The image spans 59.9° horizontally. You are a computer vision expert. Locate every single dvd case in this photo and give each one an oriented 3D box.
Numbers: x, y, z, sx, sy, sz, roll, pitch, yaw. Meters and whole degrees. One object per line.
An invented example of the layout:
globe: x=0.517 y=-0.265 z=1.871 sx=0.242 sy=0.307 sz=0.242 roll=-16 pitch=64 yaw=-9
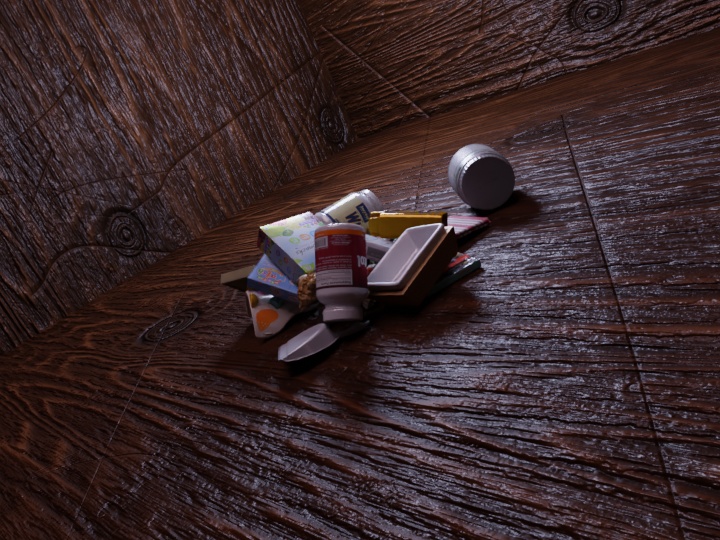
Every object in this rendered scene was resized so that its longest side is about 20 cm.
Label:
dvd case: x=0.171 y=-0.002 z=1.445 sx=0.146 sy=0.022 sz=0.200 roll=-29 pitch=19 yaw=-13

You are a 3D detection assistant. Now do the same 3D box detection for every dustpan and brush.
dustpan and brush: x=-0.076 y=0.144 z=1.330 sx=0.199 sy=0.057 sz=0.140 roll=-33 pitch=8 yaw=-3

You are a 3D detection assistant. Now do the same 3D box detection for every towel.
towel: x=0.216 y=-0.093 z=1.598 sx=0.199 sy=0.030 sz=0.146 roll=-26 pitch=18 yaw=-25

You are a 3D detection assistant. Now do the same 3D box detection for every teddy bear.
teddy bear: x=-0.081 y=0.019 z=1.459 sx=0.200 sy=0.067 sz=0.145 roll=-34 pitch=-8 yaw=-31

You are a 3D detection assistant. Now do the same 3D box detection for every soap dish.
soap dish: x=0.112 y=-0.008 z=1.363 sx=0.200 sy=0.081 sz=0.157 roll=-52 pitch=23 yaw=-22

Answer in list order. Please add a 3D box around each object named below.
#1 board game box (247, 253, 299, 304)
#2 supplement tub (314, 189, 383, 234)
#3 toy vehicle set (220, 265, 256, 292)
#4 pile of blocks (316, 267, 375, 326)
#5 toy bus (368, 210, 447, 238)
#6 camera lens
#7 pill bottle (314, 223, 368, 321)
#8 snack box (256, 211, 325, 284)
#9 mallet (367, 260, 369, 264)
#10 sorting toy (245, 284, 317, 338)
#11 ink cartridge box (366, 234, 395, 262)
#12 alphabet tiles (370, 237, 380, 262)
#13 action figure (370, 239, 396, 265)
board game box: x=-0.178 y=-0.006 z=1.587 sx=0.151 sy=0.037 sz=0.200 roll=18 pitch=38 yaw=7
supplement tub: x=-0.037 y=-0.153 z=1.947 sx=0.200 sy=0.146 sz=0.145 roll=-33 pitch=19 yaw=-23
toy vehicle set: x=-0.261 y=0.038 z=1.684 sx=0.124 sy=0.027 sz=0.200 roll=-13 pitch=-23 yaw=32
pile of blocks: x=-0.019 y=0.057 z=1.431 sx=0.200 sy=0.062 sz=0.082 roll=-37 pitch=33 yaw=-11
toy bus: x=0.113 y=-0.111 z=1.530 sx=0.199 sy=0.065 sz=0.078 roll=3 pitch=12 yaw=22
camera lens: x=0.332 y=-0.261 z=1.732 sx=0.159 sy=0.161 sz=0.200 roll=-23 pitch=18 yaw=6
pill bottle: x=-0.041 y=0.007 z=1.338 sx=0.112 sy=0.201 sz=0.113 roll=-2 pitch=-8 yaw=0
snack box: x=-0.135 y=-0.053 z=1.572 sx=0.168 sy=0.068 sz=0.200 roll=-23 pitch=53 yaw=-39
mallet: x=0.000 y=0.000 z=1.582 sx=0.066 sy=0.041 sz=0.200 roll=-22 pitch=29 yaw=22
sorting toy: x=-0.200 y=0.085 z=1.617 sx=0.179 sy=0.107 sz=0.200 roll=-9 pitch=14 yaw=-15
ink cartridge box: x=0.052 y=-0.066 z=1.546 sx=0.159 sy=0.048 sz=0.200 roll=18 pitch=17 yaw=28
alphabet tiles: x=0.054 y=-0.070 z=1.806 sx=0.199 sy=0.015 sz=0.196 roll=-14 pitch=21 yaw=30
action figure: x=0.105 y=-0.086 z=1.698 sx=0.200 sy=0.055 sz=0.118 roll=-33 pitch=42 yaw=-20
